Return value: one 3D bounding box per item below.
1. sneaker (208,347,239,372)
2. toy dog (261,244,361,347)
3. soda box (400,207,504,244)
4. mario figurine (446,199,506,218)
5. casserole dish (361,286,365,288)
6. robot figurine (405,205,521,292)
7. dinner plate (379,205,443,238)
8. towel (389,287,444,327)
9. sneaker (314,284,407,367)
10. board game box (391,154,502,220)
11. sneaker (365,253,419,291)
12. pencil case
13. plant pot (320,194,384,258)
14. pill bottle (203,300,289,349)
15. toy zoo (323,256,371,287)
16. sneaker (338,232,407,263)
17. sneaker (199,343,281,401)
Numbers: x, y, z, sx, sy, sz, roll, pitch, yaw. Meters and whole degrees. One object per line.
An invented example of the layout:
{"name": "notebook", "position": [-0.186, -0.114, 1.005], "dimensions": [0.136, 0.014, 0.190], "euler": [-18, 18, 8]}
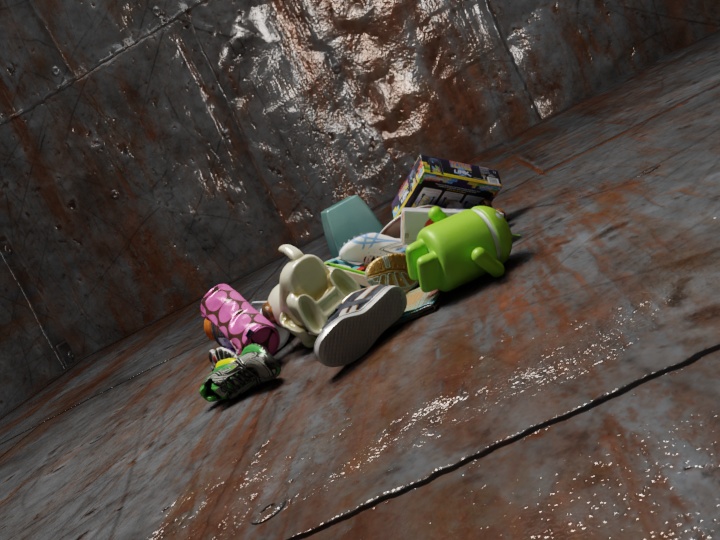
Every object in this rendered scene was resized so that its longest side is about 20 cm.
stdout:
{"name": "sneaker", "position": [-0.258, 0.183, 1.427], "dimensions": [0.082, 0.082, 0.199], "euler": [-18, 8, -23]}
{"name": "toy dog", "position": [-0.123, 0.059, 1.351], "dimensions": [0.140, 0.194, 0.200], "euler": [-49, 6, -30]}
{"name": "soda box", "position": [0.178, -0.084, 1.350], "dimensions": [0.195, 0.070, 0.064], "euler": [2, 10, 0]}
{"name": "mario figurine", "position": [0.210, -0.095, 1.456], "dimensions": [0.198, 0.107, 0.123], "euler": [-28, 2, -17]}
{"name": "casserole dish", "position": [-0.042, 0.029, 1.560], "dimensions": [0.196, 0.040, 0.121], "euler": [-6, 6, 25]}
{"name": "robot figurine", "position": [0.177, -0.039, 1.196], "dimensions": [0.197, 0.117, 0.176], "euler": [-23, 36, -14]}
{"name": "dinner plate", "position": [0.109, -0.079, 1.543], "dimensions": [0.197, 0.024, 0.202], "euler": [-21, -34, -14]}
{"name": "towel", "position": [0.064, 0.070, 1.256], "dimensions": [0.197, 0.022, 0.147], "euler": [-24, 11, 26]}
{"name": "sneaker", "position": [-0.012, 0.092, 1.152], "dimensions": [0.199, 0.080, 0.079], "euler": [-33, 22, -33]}
{"name": "board game box", "position": [0.190, -0.167, 1.540], "dimensions": [0.196, 0.058, 0.166], "euler": [8, -37, -21]}
{"name": "sneaker", "position": [0.086, 0.005, 1.359], "dimensions": [0.197, 0.077, 0.087], "euler": [-10, -7, -31]}
{"name": "pencil case", "position": [-0.250, 0.105, 1.388], "dimensions": [0.093, 0.092, 0.199], "euler": [-40, 43, -16]}
{"name": "plant pot", "position": [-0.009, -0.075, 1.690], "dimensions": [0.140, 0.203, 0.141], "euler": [-28, 9, -9]}
{"name": "pill bottle", "position": [-0.257, 0.122, 1.522], "dimensions": [0.197, 0.108, 0.106], "euler": [-3, 23, 37]}
{"name": "toy zoo", "position": [0.000, 0.000, 1.450], "dimensions": [0.129, 0.021, 0.200], "euler": [15, 11, 13]}
{"name": "sneaker", "position": [0.050, -0.035, 1.466], "dimensions": [0.196, 0.073, 0.072], "euler": [0, -40, -19]}
{"name": "sneaker", "position": [-0.221, 0.200, 1.266], "dimensions": [0.199, 0.078, 0.085], "euler": [-29, 15, 40]}
